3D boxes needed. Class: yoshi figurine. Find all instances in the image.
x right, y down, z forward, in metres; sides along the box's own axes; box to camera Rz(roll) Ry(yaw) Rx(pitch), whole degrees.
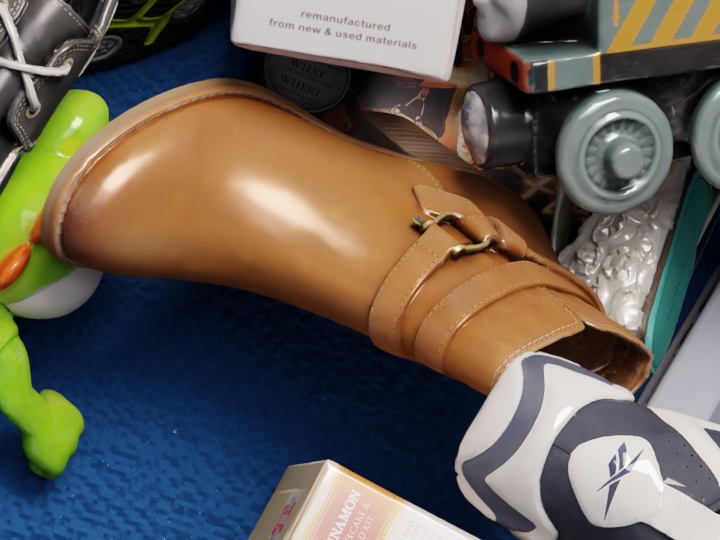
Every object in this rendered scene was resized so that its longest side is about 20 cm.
[{"bbox_3d":[-0.153,0.021,0.926,0.112,0.112,0.200,28,76,41],"label":"yoshi figurine"}]

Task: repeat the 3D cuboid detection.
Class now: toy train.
[{"bbox_3d":[0.130,-0.090,0.901,0.199,0.085,0.114,-8,110,-15],"label":"toy train"}]

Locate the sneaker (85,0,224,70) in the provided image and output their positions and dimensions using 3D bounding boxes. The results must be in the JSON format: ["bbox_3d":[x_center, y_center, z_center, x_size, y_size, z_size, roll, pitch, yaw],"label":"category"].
[{"bbox_3d":[-0.142,-0.121,0.977,0.199,0.075,0.077,-11,66,-23],"label":"sneaker"}]

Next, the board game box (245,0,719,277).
[{"bbox_3d":[0.063,-0.073,1.033,0.200,0.035,0.136,29,66,-3],"label":"board game box"}]

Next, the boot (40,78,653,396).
[{"bbox_3d":[0.000,0.000,0.879,0.199,0.074,0.155,-9,40,-39],"label":"boot"}]

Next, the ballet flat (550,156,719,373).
[{"bbox_3d":[0.119,-0.048,0.988,0.072,0.072,0.200,29,64,-3],"label":"ballet flat"}]

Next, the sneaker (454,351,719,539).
[{"bbox_3d":[0.131,0.099,0.858,0.129,0.199,0.080,29,81,37],"label":"sneaker"}]

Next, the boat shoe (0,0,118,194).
[{"bbox_3d":[-0.131,-0.079,0.865,0.072,0.068,0.200,41,54,-26],"label":"boat shoe"}]

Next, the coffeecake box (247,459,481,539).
[{"bbox_3d":[0.051,0.145,0.880,0.199,0.154,0.073,28,82,-3],"label":"coffeecake box"}]

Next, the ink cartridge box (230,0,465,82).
[{"bbox_3d":[0.007,-0.185,0.898,0.085,0.148,0.201,8,106,-4],"label":"ink cartridge box"}]

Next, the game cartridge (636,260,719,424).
[{"bbox_3d":[0.178,0.077,1.010,0.133,0.042,0.200,36,66,-4],"label":"game cartridge"}]
